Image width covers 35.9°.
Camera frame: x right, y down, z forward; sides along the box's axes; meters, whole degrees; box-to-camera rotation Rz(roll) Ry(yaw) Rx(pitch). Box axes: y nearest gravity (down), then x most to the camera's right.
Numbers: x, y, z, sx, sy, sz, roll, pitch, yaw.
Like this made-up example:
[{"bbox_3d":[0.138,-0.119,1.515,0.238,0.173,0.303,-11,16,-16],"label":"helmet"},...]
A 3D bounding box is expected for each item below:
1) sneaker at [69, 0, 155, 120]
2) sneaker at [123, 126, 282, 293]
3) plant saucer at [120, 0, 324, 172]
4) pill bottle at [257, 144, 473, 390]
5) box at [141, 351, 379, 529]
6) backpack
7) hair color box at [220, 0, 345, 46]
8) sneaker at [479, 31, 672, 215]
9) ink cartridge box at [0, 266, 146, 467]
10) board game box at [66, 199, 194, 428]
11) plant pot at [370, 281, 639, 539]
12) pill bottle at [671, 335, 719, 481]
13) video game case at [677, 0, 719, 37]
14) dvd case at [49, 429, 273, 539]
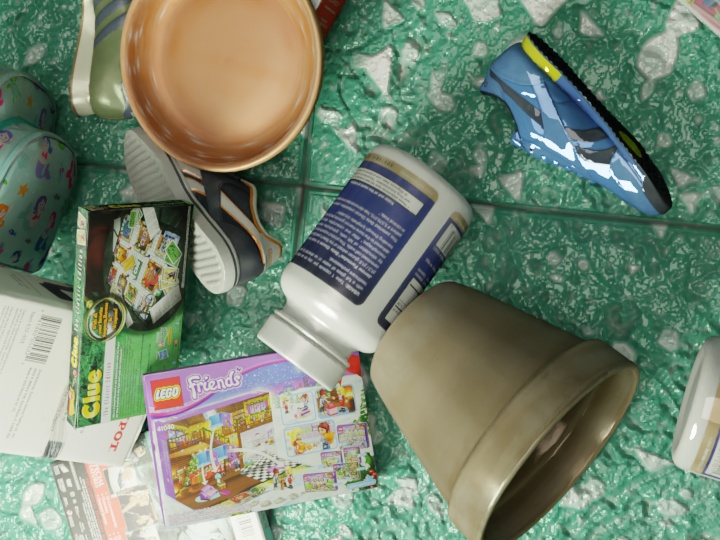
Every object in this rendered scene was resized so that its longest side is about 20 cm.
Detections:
[{"bbox_3d":[-0.220,-0.243,1.069,0.089,0.067,0.202,8,93,5],"label":"sneaker"},{"bbox_3d":[-0.149,-0.063,1.049,0.200,0.079,0.079,52,143,25],"label":"sneaker"},{"bbox_3d":[-0.122,-0.191,1.002,0.198,0.037,0.202,3,100,18],"label":"plant saucer"},{"bbox_3d":[0.000,0.000,0.970,0.111,0.111,0.201,35,83,10],"label":"pill bottle"},{"bbox_3d":[-0.090,0.145,1.010,0.198,0.039,0.138,-8,89,-14],"label":"box"},{"bbox_3d":[-0.358,-0.096,1.044,0.149,0.178,0.202,14,84,9],"label":"backpack"},{"bbox_3d":[-0.045,-0.315,1.023,0.110,0.064,0.201,32,99,12],"label":"hair color box"},{"bbox_3d":[0.187,-0.113,0.975,0.078,0.066,0.200,-45,81,22],"label":"sneaker"},{"bbox_3d":[-0.287,0.088,1.014,0.084,0.199,0.146,30,98,45],"label":"ink cartridge box"},{"bbox_3d":[-0.205,0.038,0.988,0.023,0.104,0.202,26,115,44],"label":"board game box"},{"bbox_3d":[0.108,0.105,0.944,0.173,0.200,0.201,41,100,27],"label":"plant pot"},{"bbox_3d":[0.365,0.134,0.905,0.198,0.116,0.117,17,95,12],"label":"pill bottle"},{"bbox_3d":[0.325,-0.315,0.934,0.182,0.022,0.200,39,99,-4],"label":"video game case"},{"bbox_3d":[-0.196,0.228,1.088,0.198,0.022,0.147,-20,86,14],"label":"dvd case"}]
